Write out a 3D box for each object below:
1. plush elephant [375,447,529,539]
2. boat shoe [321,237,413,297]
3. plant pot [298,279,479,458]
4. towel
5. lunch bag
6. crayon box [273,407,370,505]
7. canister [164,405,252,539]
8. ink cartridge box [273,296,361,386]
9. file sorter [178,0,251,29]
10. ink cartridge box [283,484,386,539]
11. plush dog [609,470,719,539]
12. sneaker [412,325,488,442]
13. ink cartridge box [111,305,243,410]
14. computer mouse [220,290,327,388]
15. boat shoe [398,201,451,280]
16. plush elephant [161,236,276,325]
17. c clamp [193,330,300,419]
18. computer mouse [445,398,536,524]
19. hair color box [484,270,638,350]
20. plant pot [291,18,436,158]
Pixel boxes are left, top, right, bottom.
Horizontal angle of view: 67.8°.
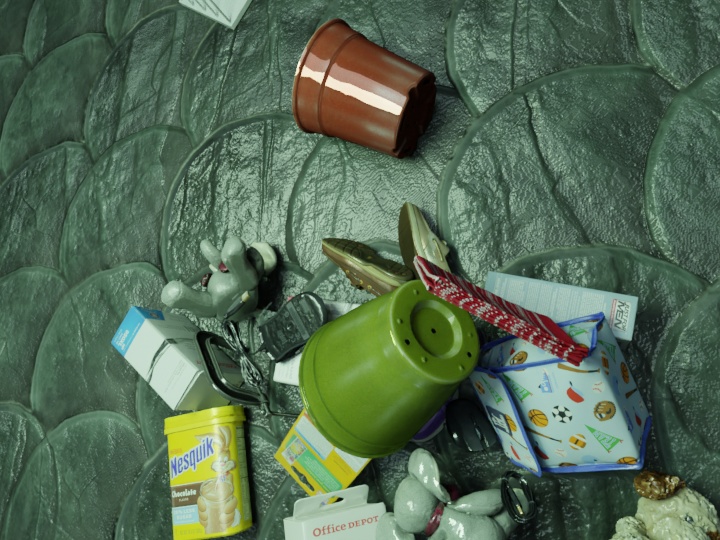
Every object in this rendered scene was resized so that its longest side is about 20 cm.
[{"bbox_3d":[0.110,0.336,0.726,0.154,0.199,0.166,39,100,29],"label":"plush elephant"},{"bbox_3d":[0.001,0.000,0.915,0.199,0.071,0.069,30,117,36],"label":"boat shoe"},{"bbox_3d":[0.047,0.113,0.686,0.193,0.198,0.203,-47,57,48],"label":"plant pot"},{"bbox_3d":[0.159,0.040,0.636,0.198,0.145,0.023,26,101,-6],"label":"towel"},{"bbox_3d":[0.247,0.171,0.709,0.198,0.123,0.172,-19,101,41],"label":"lunch bag"},{"bbox_3d":[-0.045,0.268,0.834,0.125,0.051,0.201,41,125,14],"label":"crayon box"},{"bbox_3d":[-0.264,0.350,0.933,0.146,0.086,0.203,-16,73,19],"label":"canister"},{"bbox_3d":[-0.031,0.128,0.890,0.197,0.083,0.149,4,78,24],"label":"ink cartridge box"},{"bbox_3d":[-0.345,-0.668,1.202,0.199,0.124,0.140,33,90,26],"label":"file sorter"},{"bbox_3d":[-0.029,0.424,0.768,0.126,0.125,0.203,-2,69,-23],"label":"ink cartridge box"},{"bbox_3d":[0.373,0.346,0.656,0.172,0.160,0.200,-45,92,-9],"label":"plush dog"},{"bbox_3d":[0.118,0.165,0.819,0.080,0.083,0.202,29,90,26],"label":"sneaker"},{"bbox_3d":[-0.327,0.160,0.973,0.199,0.144,0.085,34,93,26],"label":"ink cartridge box"},{"bbox_3d":[-0.140,0.082,0.877,0.200,0.046,0.141,-42,73,20],"label":"computer mouse"},{"bbox_3d":[0.113,-0.023,0.884,0.064,0.072,0.203,-7,65,-17],"label":"boat shoe"},{"bbox_3d":[-0.237,0.008,0.969,0.164,0.200,0.155,-40,42,7],"label":"plush elephant"},{"bbox_3d":[-0.209,0.182,0.933,0.027,0.170,0.200,-51,50,13],"label":"c clamp"},{"bbox_3d":[0.173,0.246,0.725,0.058,0.035,0.201,-14,36,-17],"label":"computer mouse"},{"bbox_3d":[0.281,0.057,0.768,0.197,0.099,0.062,12,80,25],"label":"hair color box"},{"bbox_3d":[0.016,-0.300,0.930,0.193,0.201,0.203,28,88,17],"label":"plant pot"}]
